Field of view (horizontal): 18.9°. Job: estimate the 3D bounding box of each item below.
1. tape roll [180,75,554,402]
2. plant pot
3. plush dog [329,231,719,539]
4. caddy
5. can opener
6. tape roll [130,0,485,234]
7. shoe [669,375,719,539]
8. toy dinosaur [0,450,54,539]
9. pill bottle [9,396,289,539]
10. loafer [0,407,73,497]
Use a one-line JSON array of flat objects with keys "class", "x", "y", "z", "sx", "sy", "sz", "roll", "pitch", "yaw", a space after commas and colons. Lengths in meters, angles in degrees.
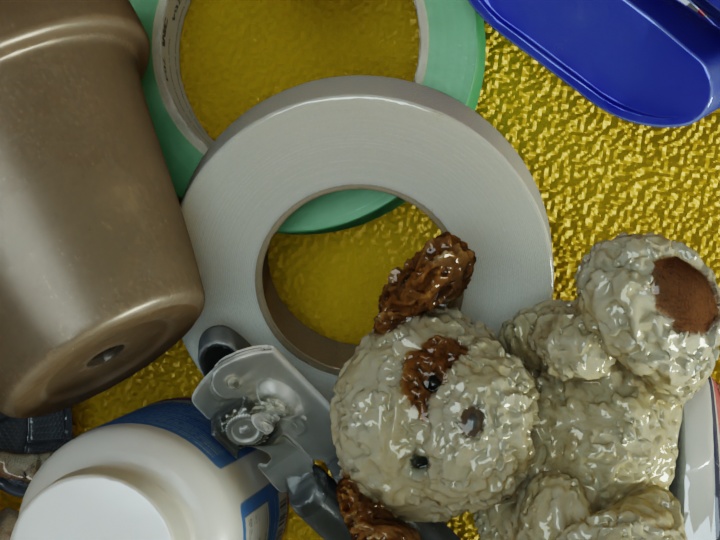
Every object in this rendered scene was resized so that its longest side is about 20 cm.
[{"class": "tape roll", "x": 0.000, "y": 0.000, "z": 1.116, "sx": 0.202, "sy": 0.037, "sz": 0.203, "roll": 1, "pitch": 112, "yaw": 2}, {"class": "plant pot", "x": -0.166, "y": -0.029, "z": 1.055, "sx": 0.200, "sy": 0.200, "sz": 0.175, "roll": -33, "pitch": 76, "yaw": 6}, {"class": "plush dog", "x": 0.071, "y": 0.073, "z": 1.061, "sx": 0.171, "sy": 0.160, "sz": 0.200, "roll": 10, "pitch": 88, "yaw": -7}, {"class": "caddy", "x": 0.143, "y": -0.165, "z": 1.103, "sx": 0.200, "sy": 0.105, "sz": 0.141, "roll": 38, "pitch": 117, "yaw": 6}, {"class": "can opener", "x": -0.012, "y": 0.101, "z": 1.117, "sx": 0.053, "sy": 0.067, "sz": 0.200, "roll": -34, "pitch": 120, "yaw": 16}, {"class": "tape roll", "x": -0.034, "y": -0.119, "z": 1.153, "sx": 0.200, "sy": 0.048, "sz": 0.201, "roll": 0, "pitch": 89, "yaw": 8}, {"class": "shoe", "x": 0.201, "y": 0.144, "z": 1.094, "sx": 0.091, "sy": 0.071, "sz": 0.200, "roll": 0, "pitch": 72, "yaw": -10}, {"class": "toy dinosaur", "x": -0.232, "y": 0.138, "z": 1.125, "sx": 0.135, "sy": 0.086, "sz": 0.200, "roll": -1, "pitch": 106, "yaw": 23}, {"class": "pill bottle", "x": -0.107, "y": 0.127, "z": 1.082, "sx": 0.112, "sy": 0.200, "sz": 0.112, "roll": 0, "pitch": 92, "yaw": 10}, {"class": "loafer", "x": -0.218, "y": 0.031, "z": 1.181, "sx": 0.072, "sy": 0.063, "sz": 0.200, "roll": -27, "pitch": 90, "yaw": -23}]
